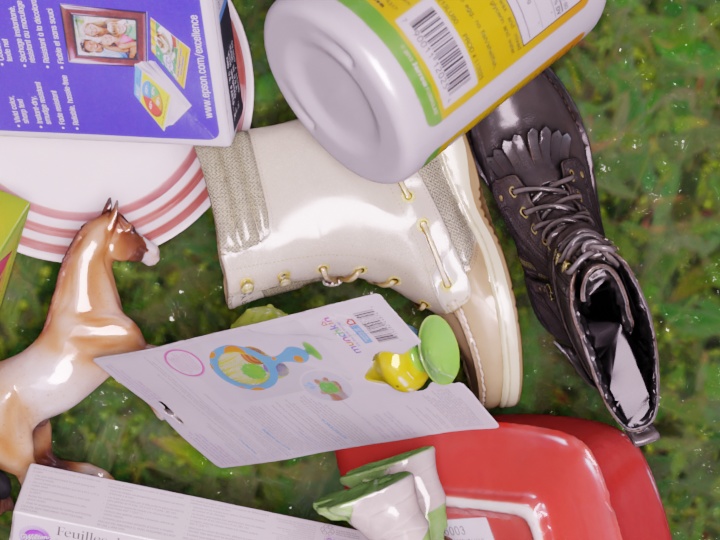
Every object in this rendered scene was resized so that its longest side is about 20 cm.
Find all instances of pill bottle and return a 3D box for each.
[{"bbox_3d":[0.057,-0.144,0.827,0.200,0.111,0.111,-39,102,-22],"label":"pill bottle"}]

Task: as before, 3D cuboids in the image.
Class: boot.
[{"bbox_3d":[0.113,-0.021,0.848,0.069,0.174,0.201,-21,102,3],"label":"boot"},{"bbox_3d":[0.000,0.000,0.891,0.154,0.072,0.201,-19,96,-8],"label":"boot"}]

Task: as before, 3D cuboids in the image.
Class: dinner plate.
[{"bbox_3d":[-0.159,-0.104,0.899,0.199,0.024,0.201,0,102,-1],"label":"dinner plate"}]

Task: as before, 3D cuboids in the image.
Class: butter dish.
[{"bbox_3d":[0.108,0.155,0.905,0.148,0.200,0.200,-27,107,-40],"label":"butter dish"}]

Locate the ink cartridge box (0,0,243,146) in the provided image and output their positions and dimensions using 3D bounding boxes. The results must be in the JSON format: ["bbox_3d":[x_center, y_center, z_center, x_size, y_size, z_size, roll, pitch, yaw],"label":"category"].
[{"bbox_3d":[-0.168,-0.156,0.805,0.199,0.043,0.199,2,130,8],"label":"ink cartridge box"}]

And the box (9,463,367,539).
[{"bbox_3d":[-0.094,0.154,0.892,0.199,0.042,0.039,11,127,-4],"label":"box"}]

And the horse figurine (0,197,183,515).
[{"bbox_3d":[-0.166,0.072,0.912,0.200,0.050,0.133,-42,118,7],"label":"horse figurine"}]

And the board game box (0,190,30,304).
[{"bbox_3d":[-0.233,0.042,0.825,0.047,0.200,0.102,21,119,-5],"label":"board game box"}]

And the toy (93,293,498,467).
[{"bbox_3d":[-0.033,0.051,0.856,0.199,0.047,0.115,-10,136,38],"label":"toy"}]

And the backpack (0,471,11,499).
[{"bbox_3d":[-0.318,0.166,0.877,0.199,0.154,0.191,23,134,-2],"label":"backpack"}]

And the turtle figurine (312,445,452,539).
[{"bbox_3d":[0.015,0.201,0.807,0.200,0.144,0.195,-18,91,46],"label":"turtle figurine"}]
